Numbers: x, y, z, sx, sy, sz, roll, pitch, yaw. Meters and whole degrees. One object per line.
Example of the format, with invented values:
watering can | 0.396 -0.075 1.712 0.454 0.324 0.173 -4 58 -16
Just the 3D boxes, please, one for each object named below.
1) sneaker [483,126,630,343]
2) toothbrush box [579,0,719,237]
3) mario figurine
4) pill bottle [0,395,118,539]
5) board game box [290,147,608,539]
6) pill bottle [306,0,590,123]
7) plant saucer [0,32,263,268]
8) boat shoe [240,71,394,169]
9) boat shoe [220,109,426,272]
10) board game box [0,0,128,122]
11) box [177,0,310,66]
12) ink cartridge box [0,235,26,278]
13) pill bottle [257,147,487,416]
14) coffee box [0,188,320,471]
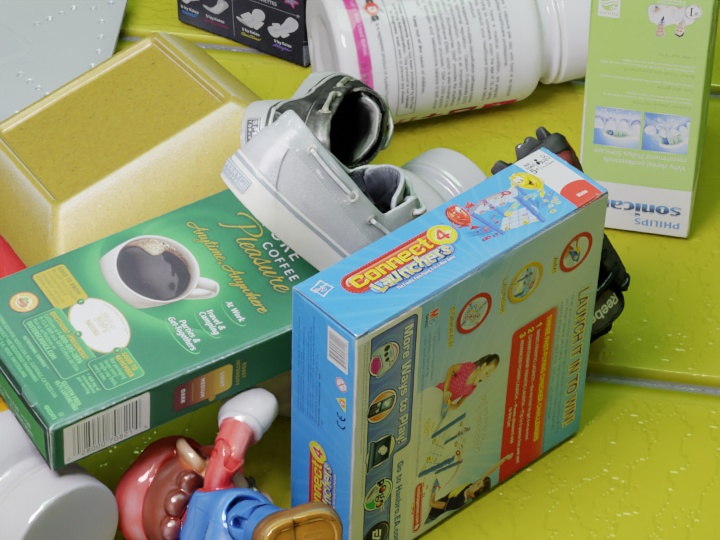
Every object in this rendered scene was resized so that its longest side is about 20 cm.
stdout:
sneaker | 0.128 -0.013 1.413 0.071 0.201 0.098 -35 64 -13
toothbrush box | 0.204 -0.148 1.556 0.086 0.201 0.146 6 40 10
mario figurine | -0.061 0.145 1.276 0.123 0.106 0.200 -45 28 -9
pill bottle | -0.238 0.114 1.315 0.200 0.113 0.113 32 49 32
board game box | 0.050 0.055 1.311 0.195 0.201 0.056 -29 50 -31
pill bottle | 0.068 -0.174 1.659 0.199 0.114 0.114 -11 40 -12
plant saucer | -0.162 -0.087 1.508 0.200 0.049 0.200 -32 35 -12
boat shoe | -0.013 -0.087 1.420 0.063 0.071 0.200 -3 11 18
boat shoe | 0.003 -0.029 1.310 0.072 0.201 0.070 -46 46 8
board game box | -0.288 -0.162 1.721 0.199 0.026 0.200 2 40 3
box | -0.040 -0.273 1.780 0.132 0.115 0.200 22 45 26
ink cartridge box | -0.213 -0.022 1.533 0.199 0.050 0.161 -9 40 -13
pill bottle | 0.000 0.000 1.449 0.112 0.112 0.200 31 49 33
coffee box | -0.118 0.030 1.299 0.199 0.044 0.123 -24 51 -25
